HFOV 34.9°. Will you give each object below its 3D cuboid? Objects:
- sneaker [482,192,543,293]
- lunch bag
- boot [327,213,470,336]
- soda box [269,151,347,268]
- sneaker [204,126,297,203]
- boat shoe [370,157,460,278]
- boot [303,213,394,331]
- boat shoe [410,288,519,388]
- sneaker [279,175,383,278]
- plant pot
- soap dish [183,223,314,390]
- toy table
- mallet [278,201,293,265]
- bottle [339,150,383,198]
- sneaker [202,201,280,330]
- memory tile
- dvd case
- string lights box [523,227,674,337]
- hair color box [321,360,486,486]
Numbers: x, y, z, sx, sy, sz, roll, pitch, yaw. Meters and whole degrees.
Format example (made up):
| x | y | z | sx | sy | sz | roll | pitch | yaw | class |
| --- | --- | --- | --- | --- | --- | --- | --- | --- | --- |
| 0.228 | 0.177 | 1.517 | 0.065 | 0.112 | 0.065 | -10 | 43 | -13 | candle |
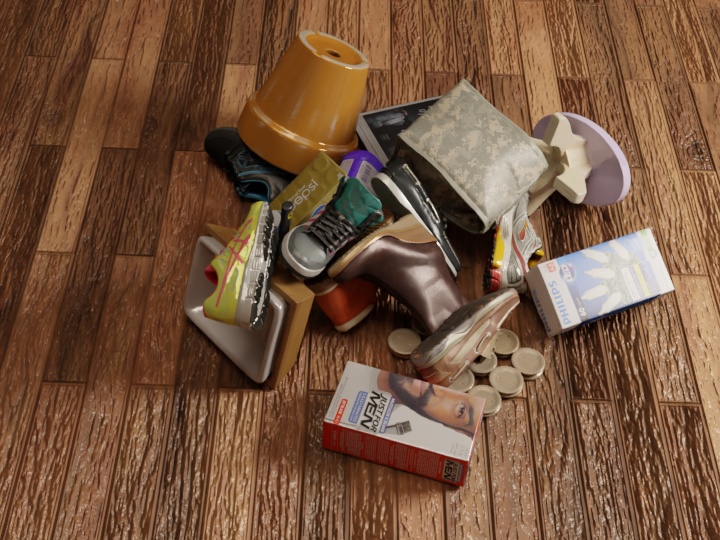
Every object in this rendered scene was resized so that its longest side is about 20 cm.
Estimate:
| x | y | z | sx | sy | sz | roll | pitch | yaw | class |
| --- | --- | --- | --- | --- | --- | --- | --- | --- | --- |
| 0.243 | -0.041 | 1.780 | 0.081 | 0.078 | 0.201 | 14 | 54 | 0 | sneaker |
| 0.169 | -0.164 | 1.766 | 0.200 | 0.118 | 0.164 | 43 | 65 | 11 | lunch bag |
| 0.060 | 0.020 | 1.628 | 0.199 | 0.072 | 0.167 | -30 | 87 | -41 | boot |
| -0.097 | -0.079 | 1.734 | 0.200 | 0.064 | 0.068 | -45 | 57 | -2 | soda box |
| -0.187 | -0.169 | 1.869 | 0.199 | 0.074 | 0.082 | 29 | 51 | 23 | sneaker |
| 0.098 | -0.079 | 1.736 | 0.060 | 0.201 | 0.075 | -41 | 16 | -19 | boat shoe |
| 0.000 | 0.000 | 1.706 | 0.075 | 0.108 | 0.200 | -3 | 36 | 45 | boot |
| 0.155 | 0.097 | 1.619 | 0.199 | 0.076 | 0.072 | -36 | 100 | -25 | boat shoe |
| -0.030 | -0.067 | 1.585 | 0.084 | 0.121 | 0.200 | 44 | 29 | -1 | sneaker |
| -0.077 | -0.277 | 1.855 | 0.198 | 0.184 | 0.201 | 21 | 28 | -12 | plant pot |
| -0.157 | 0.046 | 1.617 | 0.081 | 0.159 | 0.200 | -20 | 49 | -43 | soap dish |
| 0.324 | -0.174 | 1.844 | 0.116 | 0.186 | 0.199 | -15 | 34 | -38 | toy table |
| -0.110 | -0.025 | 1.652 | 0.041 | 0.201 | 0.066 | 32 | 41 | 18 | mallet |
| -0.019 | -0.091 | 1.795 | 0.065 | 0.084 | 0.201 | -5 | 52 | 37 | bottle |
| -0.161 | -0.013 | 1.515 | 0.089 | 0.079 | 0.201 | 0 | 50 | 13 | sneaker |
| 0.153 | 0.119 | 1.652 | 0.199 | 0.017 | 0.153 | 35 | 54 | 28 | memory tile |
| 0.095 | -0.234 | 1.982 | 0.198 | 0.025 | 0.151 | -15 | 49 | -16 | dvd case |
| 0.354 | 0.018 | 1.704 | 0.198 | 0.059 | 0.104 | -18 | 80 | -19 | string lights box |
| 0.058 | 0.203 | 1.534 | 0.198 | 0.064 | 0.111 | 15 | 46 | 9 | hair color box |
